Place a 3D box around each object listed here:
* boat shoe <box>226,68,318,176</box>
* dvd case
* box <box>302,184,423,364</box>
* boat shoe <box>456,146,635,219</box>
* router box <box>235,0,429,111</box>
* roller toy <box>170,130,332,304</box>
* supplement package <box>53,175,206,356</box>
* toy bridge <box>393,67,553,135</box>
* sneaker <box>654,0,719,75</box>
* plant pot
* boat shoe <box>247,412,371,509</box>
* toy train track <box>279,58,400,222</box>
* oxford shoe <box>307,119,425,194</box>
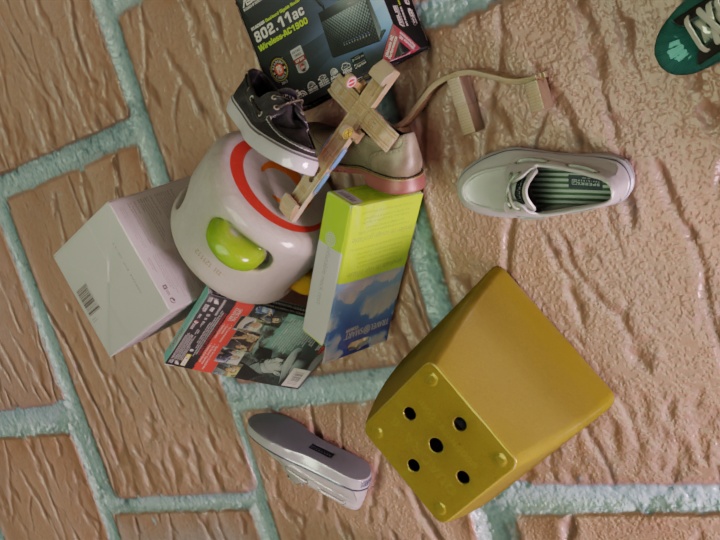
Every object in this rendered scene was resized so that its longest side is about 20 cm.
[{"bbox_3d":[-0.090,-0.168,0.967,0.067,0.069,0.200,-64,32,17],"label":"boat shoe"},{"bbox_3d":[-0.134,0.090,1.142,0.147,0.197,0.022,-52,35,35],"label":"dvd case"},{"bbox_3d":[0.000,0.000,1.043,0.047,0.121,0.203,32,122,35],"label":"box"},{"bbox_3d":[0.179,-0.091,0.922,0.197,0.066,0.075,-5,104,36],"label":"boat shoe"},{"bbox_3d":[-0.036,-0.281,1.004,0.198,0.062,0.152,-19,95,38],"label":"router box"},{"bbox_3d":[-0.128,-0.060,1.075,0.140,0.198,0.185,-45,57,36],"label":"roller toy"},{"bbox_3d":[-0.256,-0.015,1.165,0.150,0.199,0.153,-32,88,37],"label":"supplement package"},{"bbox_3d":[0.113,-0.181,0.960,0.197,0.027,0.068,-14,98,38],"label":"toy bridge"},{"bbox_3d":[0.332,-0.234,0.756,0.199,0.080,0.072,-34,87,38],"label":"sneaker"},{"bbox_3d":[0.123,0.153,0.981,0.201,0.176,0.200,48,126,10],"label":"plant pot"},{"bbox_3d":[-0.078,0.265,1.225,0.198,0.073,0.067,26,116,26],"label":"boat shoe"},{"bbox_3d":[-0.030,-0.139,0.954,0.201,0.032,0.115,-53,57,18],"label":"toy train track"},{"bbox_3d":[-0.001,-0.149,1.009,0.198,0.070,0.076,24,128,40],"label":"oxford shoe"}]
